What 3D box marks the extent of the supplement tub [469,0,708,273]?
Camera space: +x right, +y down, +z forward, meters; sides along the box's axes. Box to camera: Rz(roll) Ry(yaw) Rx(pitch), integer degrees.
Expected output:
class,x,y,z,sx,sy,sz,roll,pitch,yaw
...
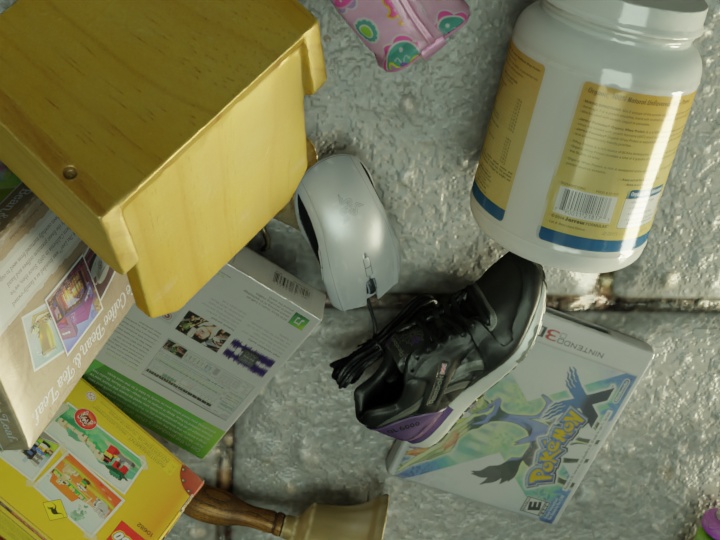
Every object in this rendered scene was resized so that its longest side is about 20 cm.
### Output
class,x,y,z,sx,sy,sz,roll,pitch,yaw
supplement tub,0.171,-0.116,0.942,0.142,0.145,0.203,8,116,-11

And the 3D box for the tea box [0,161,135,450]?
class,x,y,z,sx,sy,sz,roll,pitch,yaw
tea box,-0.289,0.017,0.889,0.194,0.201,0.135,-5,120,19

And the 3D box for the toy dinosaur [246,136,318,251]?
class,x,y,z,sx,sy,sz,roll,pitch,yaw
toy dinosaur,-0.082,-0.082,0.989,0.100,0.058,0.202,-31,126,-8

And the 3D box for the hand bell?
class,x,y,z,sx,sy,sz,roll,pitch,yaw
hand bell,-0.081,0.229,1.135,0.197,0.104,0.106,15,115,-1

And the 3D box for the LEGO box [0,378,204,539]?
class,x,y,z,sx,sy,sz,roll,pitch,yaw
LEGO box,-0.245,0.168,0.992,0.199,0.149,0.077,40,126,-2

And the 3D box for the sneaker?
class,x,y,z,sx,sy,sz,roll,pitch,yaw
sneaker,0.071,0.063,1.025,0.087,0.076,0.201,19,116,-38

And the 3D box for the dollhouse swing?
class,x,y,z,sx,sy,sz,roll,pitch,yaw
dollhouse swing,-0.142,-0.101,0.865,0.181,0.176,0.200,42,69,4

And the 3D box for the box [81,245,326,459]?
class,x,y,z,sx,sy,sz,roll,pitch,yaw
box,-0.139,0.056,1.020,0.143,0.037,0.200,31,123,-15

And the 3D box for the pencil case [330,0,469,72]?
class,x,y,z,sx,sy,sz,roll,pitch,yaw
pencil case,-0.003,-0.240,0.891,0.087,0.088,0.201,-31,118,9

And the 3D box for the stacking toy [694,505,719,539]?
class,x,y,z,sx,sy,sz,roll,pitch,yaw
stacking toy,0.358,0.266,1.202,0.114,0.110,0.203,6,106,-7

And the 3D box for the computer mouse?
class,x,y,z,sx,sy,sz,roll,pitch,yaw
computer mouse,0.000,0.000,1.013,0.109,0.044,0.202,-28,127,-10

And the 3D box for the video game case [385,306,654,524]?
class,x,y,z,sx,sy,sz,roll,pitch,yaw
video game case,0.142,0.125,1.133,0.180,0.022,0.202,19,113,-16
